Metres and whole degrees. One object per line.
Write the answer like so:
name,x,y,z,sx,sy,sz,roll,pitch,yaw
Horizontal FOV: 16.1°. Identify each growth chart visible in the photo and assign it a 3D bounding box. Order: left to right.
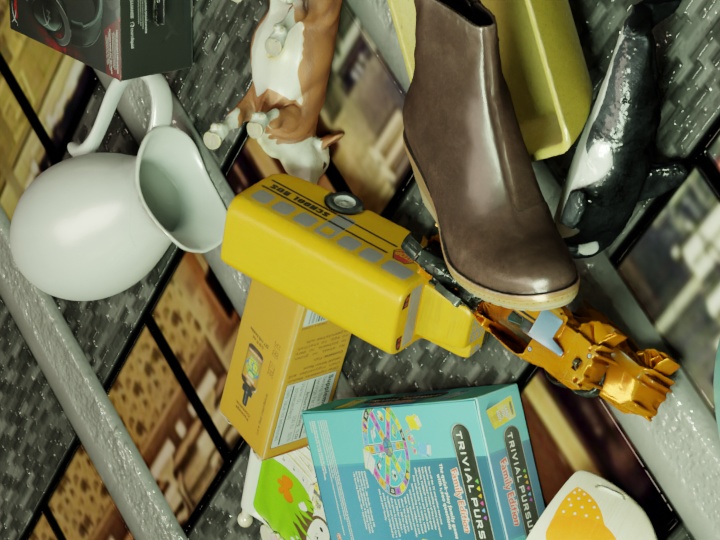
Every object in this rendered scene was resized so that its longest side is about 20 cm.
growth chart,-0.039,0.206,2.100,0.200,0.018,0.145,35,131,43

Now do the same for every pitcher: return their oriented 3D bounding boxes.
pitcher,-0.212,-0.070,2.153,0.200,0.121,0.172,-22,76,45

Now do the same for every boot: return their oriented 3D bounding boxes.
boot,0.079,-0.081,1.647,0.200,0.072,0.167,-131,31,-51

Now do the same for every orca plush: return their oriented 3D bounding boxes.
orca plush,0.182,-0.084,1.661,0.105,0.071,0.200,-75,1,-66

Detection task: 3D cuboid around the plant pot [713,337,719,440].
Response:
plant pot,0.321,0.074,1.402,0.161,0.200,0.201,-26,82,42

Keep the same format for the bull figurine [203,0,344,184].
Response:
bull figurine,-0.057,-0.145,1.906,0.065,0.121,0.201,16,113,24

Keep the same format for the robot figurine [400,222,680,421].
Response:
robot figurine,0.117,0.026,1.726,0.200,0.145,0.058,40,99,39

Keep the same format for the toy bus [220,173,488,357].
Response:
toy bus,0.000,0.000,1.872,0.200,0.078,0.065,28,126,24

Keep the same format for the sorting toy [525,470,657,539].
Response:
sorting toy,0.183,0.275,1.773,0.180,0.107,0.200,28,127,23

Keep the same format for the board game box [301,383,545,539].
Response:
board game box,0.051,0.168,1.916,0.200,0.047,0.151,-8,97,48

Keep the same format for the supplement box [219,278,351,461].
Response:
supplement box,-0.053,0.054,2.016,0.067,0.069,0.200,48,136,33

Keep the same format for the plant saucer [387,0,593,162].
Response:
plant saucer,0.088,-0.168,1.724,0.200,0.048,0.201,-14,92,66

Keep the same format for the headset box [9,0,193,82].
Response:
headset box,-0.211,-0.251,2.104,0.200,0.077,0.149,29,125,48
